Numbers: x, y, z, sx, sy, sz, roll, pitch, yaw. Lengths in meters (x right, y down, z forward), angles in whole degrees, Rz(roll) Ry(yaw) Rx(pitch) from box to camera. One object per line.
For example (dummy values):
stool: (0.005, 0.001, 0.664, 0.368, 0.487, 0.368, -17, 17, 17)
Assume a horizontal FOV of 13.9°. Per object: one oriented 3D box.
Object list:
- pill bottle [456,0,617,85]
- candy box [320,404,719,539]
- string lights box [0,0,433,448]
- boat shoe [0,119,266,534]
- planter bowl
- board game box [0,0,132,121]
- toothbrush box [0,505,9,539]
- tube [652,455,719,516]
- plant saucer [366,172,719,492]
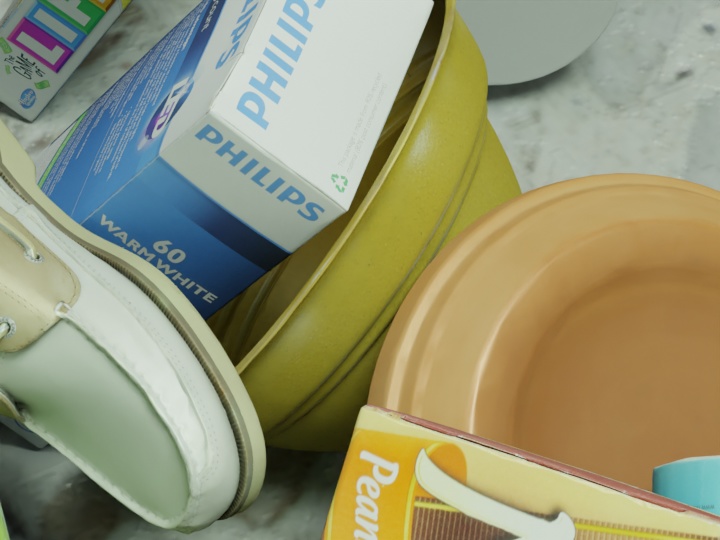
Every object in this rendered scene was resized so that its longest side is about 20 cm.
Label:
pill bottle: (0.045, -0.173, 1.194, 0.112, 0.113, 0.201, -8, 47, -4)
candy box: (0.029, 0.152, 0.859, 0.115, 0.055, 0.201, 17, 87, 18)
string lights box: (-0.066, -0.028, 1.012, 0.059, 0.200, 0.103, 36, 49, -16)
boat shoe: (-0.114, 0.015, 0.944, 0.068, 0.075, 0.200, -21, 55, -43)
planter bowl: (0.000, 0.000, 1.026, 0.083, 0.200, 0.201, 35, 48, -16)
board game box: (-0.079, -0.167, 1.185, 0.034, 0.134, 0.201, 34, 50, -11)
toothbrush box: (-0.174, 0.112, 0.900, 0.145, 0.087, 0.200, -14, 15, -7)
tube: (0.117, 0.157, 0.882, 0.077, 0.050, 0.202, -3, 77, 11)
plant saucer: (0.098, 0.064, 0.944, 0.199, 0.037, 0.202, 6, 76, -22)
